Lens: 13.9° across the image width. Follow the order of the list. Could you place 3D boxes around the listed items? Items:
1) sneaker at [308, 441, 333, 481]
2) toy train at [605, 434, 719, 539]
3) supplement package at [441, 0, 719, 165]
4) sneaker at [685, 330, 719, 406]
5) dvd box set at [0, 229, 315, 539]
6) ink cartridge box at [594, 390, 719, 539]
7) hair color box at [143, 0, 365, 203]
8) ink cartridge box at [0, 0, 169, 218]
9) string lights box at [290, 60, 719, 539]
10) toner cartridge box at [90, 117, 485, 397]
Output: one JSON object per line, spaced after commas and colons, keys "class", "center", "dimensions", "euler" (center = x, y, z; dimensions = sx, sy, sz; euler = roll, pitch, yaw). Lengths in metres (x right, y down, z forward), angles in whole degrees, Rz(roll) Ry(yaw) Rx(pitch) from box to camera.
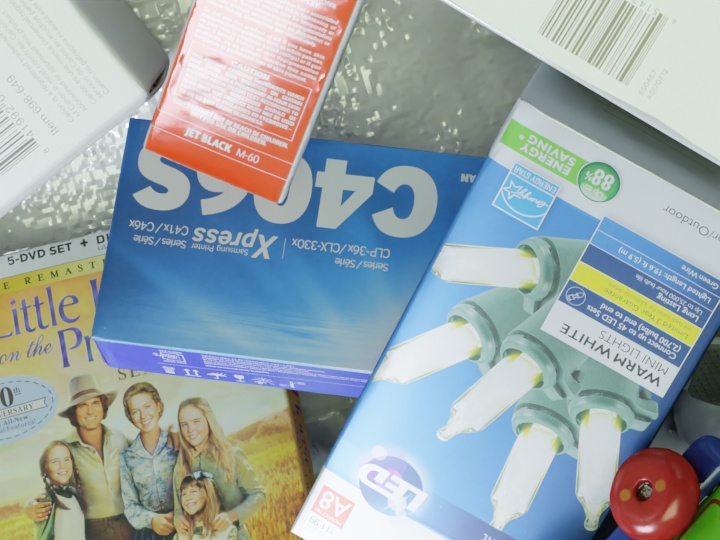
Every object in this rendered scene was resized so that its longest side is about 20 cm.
{"class": "sneaker", "center": [-0.010, 0.107, 1.228], "dimensions": [0.199, 0.075, 0.100], "euler": [-10, 104, 7]}
{"class": "toy train", "center": [0.097, 0.167, 1.060], "dimensions": [0.200, 0.085, 0.116], "euler": [-50, 51, 12]}
{"class": "supplement package", "center": [0.117, -0.151, 1.083], "dimensions": [0.151, 0.200, 0.151], "euler": [30, 105, -3]}
{"class": "sneaker", "center": [0.175, 0.015, 1.145], "dimensions": [0.200, 0.080, 0.070], "euler": [22, 145, -14]}
{"class": "dvd box set", "center": [-0.092, 0.082, 1.205], "dimensions": [0.146, 0.029, 0.201], "euler": [-12, 75, 7]}
{"class": "ink cartridge box", "center": [0.101, 0.091, 1.182], "dimensions": [0.197, 0.043, 0.201], "euler": [3, 74, 3]}
{"class": "hair color box", "center": [-0.017, -0.138, 1.108], "dimensions": [0.064, 0.111, 0.200], "euler": [22, 131, -3]}
{"class": "ink cartridge box", "center": [-0.199, -0.072, 1.193], "dimensions": [0.200, 0.085, 0.146], "euler": [-37, 99, 11]}
{"class": "string lights box", "center": [0.065, 0.033, 1.086], "dimensions": [0.103, 0.059, 0.200], "euler": [29, 117, 4]}
{"class": "toner cartridge box", "center": [0.000, 0.000, 1.172], "dimensions": [0.199, 0.043, 0.095], "euler": [6, 74, 6]}
